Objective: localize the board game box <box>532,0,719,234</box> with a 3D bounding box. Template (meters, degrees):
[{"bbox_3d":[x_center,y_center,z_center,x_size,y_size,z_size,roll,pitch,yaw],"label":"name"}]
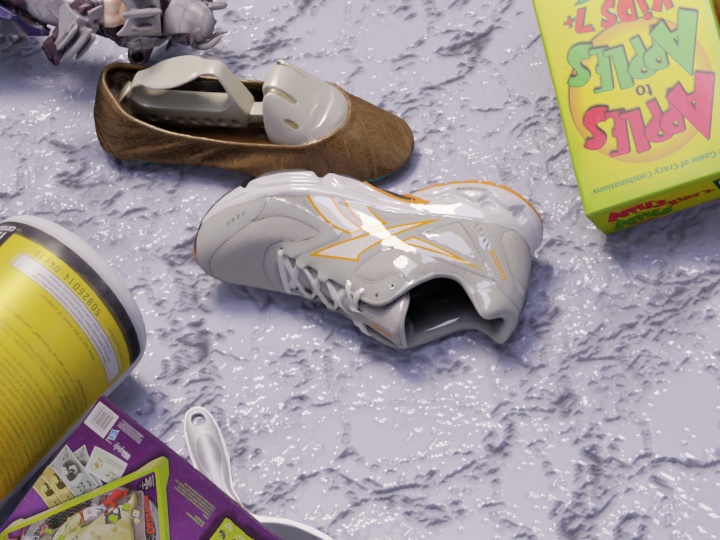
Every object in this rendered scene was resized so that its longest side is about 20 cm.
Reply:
[{"bbox_3d":[0.157,-0.133,1.684,0.101,0.048,0.201,-17,72,14],"label":"board game box"}]

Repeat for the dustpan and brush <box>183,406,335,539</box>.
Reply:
[{"bbox_3d":[-0.059,0.158,1.527,0.139,0.057,0.201,-17,47,-4],"label":"dustpan and brush"}]

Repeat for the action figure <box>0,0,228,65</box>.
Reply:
[{"bbox_3d":[-0.167,-0.156,1.800,0.199,0.130,0.070,11,91,27],"label":"action figure"}]

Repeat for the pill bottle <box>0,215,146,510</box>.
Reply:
[{"bbox_3d":[-0.216,0.072,1.602,0.112,0.112,0.200,25,57,30],"label":"pill bottle"}]

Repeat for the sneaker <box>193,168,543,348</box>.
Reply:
[{"bbox_3d":[0.000,0.000,1.652,0.198,0.076,0.092,-1,53,12],"label":"sneaker"}]

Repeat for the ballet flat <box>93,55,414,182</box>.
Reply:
[{"bbox_3d":[-0.069,-0.095,1.749,0.199,0.073,0.068,8,52,18],"label":"ballet flat"}]

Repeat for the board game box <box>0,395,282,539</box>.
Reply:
[{"bbox_3d":[-0.112,0.155,1.507,0.120,0.032,0.200,-49,42,-6],"label":"board game box"}]
